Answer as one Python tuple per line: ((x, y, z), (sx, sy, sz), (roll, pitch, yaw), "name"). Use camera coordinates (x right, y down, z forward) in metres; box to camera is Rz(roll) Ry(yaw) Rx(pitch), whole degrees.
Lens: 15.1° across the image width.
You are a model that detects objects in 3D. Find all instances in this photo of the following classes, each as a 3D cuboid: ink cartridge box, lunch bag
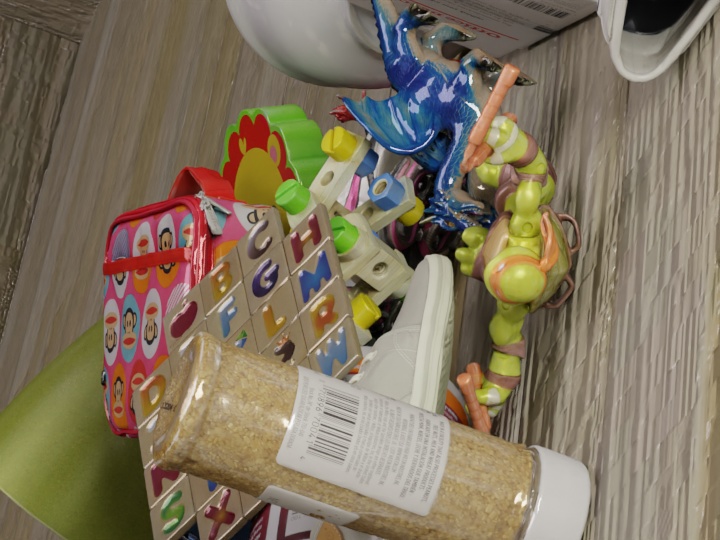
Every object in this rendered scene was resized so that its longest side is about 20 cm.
((0.071, -0.188, 1.607), (0.200, 0.116, 0.068), (162, 127, -74), "ink cartridge box")
((-0.107, 0.020, 1.749), (0.200, 0.082, 0.176), (169, 103, -67), "lunch bag")

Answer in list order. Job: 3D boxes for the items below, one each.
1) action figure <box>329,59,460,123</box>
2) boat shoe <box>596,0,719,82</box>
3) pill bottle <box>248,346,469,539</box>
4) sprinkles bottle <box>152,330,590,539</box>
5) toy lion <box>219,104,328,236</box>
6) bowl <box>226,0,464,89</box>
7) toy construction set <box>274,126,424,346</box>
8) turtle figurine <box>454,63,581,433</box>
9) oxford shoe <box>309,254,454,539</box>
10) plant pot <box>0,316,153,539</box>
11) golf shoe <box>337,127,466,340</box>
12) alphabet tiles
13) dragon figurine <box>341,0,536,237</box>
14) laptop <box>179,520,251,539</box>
((0.003, -0.066, 1.776), (0.065, 0.099, 0.200), (-90, 25, -53), "action figure")
((0.163, -0.173, 1.305), (0.200, 0.072, 0.066), (121, 159, -44), "boat shoe")
((-0.004, 0.147, 1.430), (0.113, 0.113, 0.200), (122, 162, -44), "pill bottle")
((0.006, 0.090, 1.273), (0.068, 0.200, 0.068), (-160, 90, -78), "sprinkles bottle")
((-0.054, -0.003, 1.781), (0.200, 0.069, 0.192), (124, 133, -56), "toy lion")
((0.018, -0.196, 1.741), (0.090, 0.201, 0.201), (46, 117, 54), "bowl")
((-0.041, 0.026, 1.560), (0.200, 0.092, 0.131), (-54, 34, 24), "toy construction set")
((0.082, -0.020, 1.412), (0.161, 0.064, 0.200), (-84, -5, -74), "turtle figurine")
((0.014, 0.070, 1.377), (0.075, 0.058, 0.200), (85, -165, -51), "oxford shoe")
((-0.168, 0.109, 2.110), (0.200, 0.187, 0.187), (-54, 14, 3), "plant pot")
((0.000, 0.000, 1.665), (0.092, 0.073, 0.200), (31, 95, 44), "golf shoe")
((-0.065, 0.057, 1.482), (0.166, 0.006, 0.200), (-45, 33, 22), "alphabet tiles")
((0.032, -0.094, 1.553), (0.200, 0.059, 0.099), (40, 102, 31), "dragon figurine")
((-0.060, 0.238, 1.643), (0.200, 0.116, 0.187), (26, 119, 51), "laptop")
